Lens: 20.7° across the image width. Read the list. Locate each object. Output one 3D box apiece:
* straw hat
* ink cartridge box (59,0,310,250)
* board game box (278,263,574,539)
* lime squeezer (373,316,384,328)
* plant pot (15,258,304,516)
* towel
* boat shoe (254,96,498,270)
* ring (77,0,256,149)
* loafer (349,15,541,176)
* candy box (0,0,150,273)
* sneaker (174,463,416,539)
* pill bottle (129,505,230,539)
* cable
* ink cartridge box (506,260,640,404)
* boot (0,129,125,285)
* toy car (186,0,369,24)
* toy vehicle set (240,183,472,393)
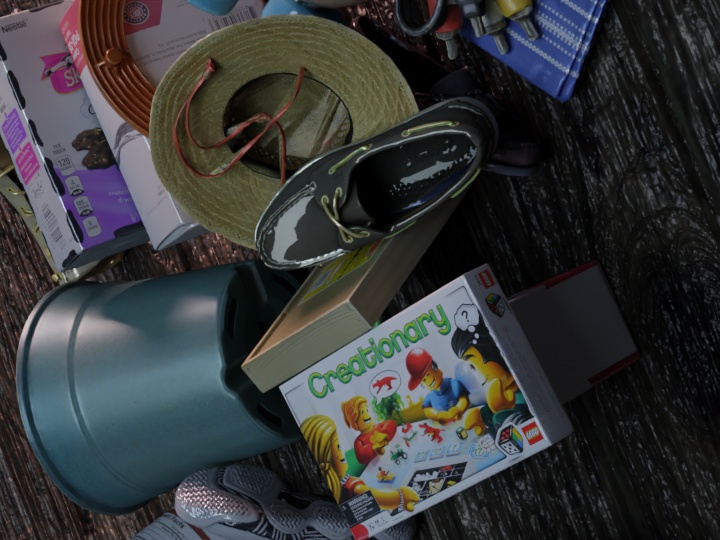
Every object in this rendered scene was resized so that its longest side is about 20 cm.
[{"bbox_3d":[-0.053,-0.114,1.461,0.199,0.085,0.203,1,115,1],"label":"straw hat"},{"bbox_3d":[-0.129,-0.135,1.553,0.083,0.146,0.202,-32,80,62],"label":"ink cartridge box"},{"bbox_3d":[0.042,0.095,1.362,0.199,0.034,0.127,-33,82,40],"label":"board game box"},{"bbox_3d":[0.012,0.111,1.582,0.070,0.038,0.202,18,114,35],"label":"lime squeezer"},{"bbox_3d":[-0.142,0.084,1.615,0.195,0.200,0.202,-16,92,32],"label":"plant pot"},{"bbox_3d":[0.132,-0.238,1.405,0.144,0.024,0.201,37,121,29],"label":"towel"},{"bbox_3d":[0.005,-0.056,1.400,0.201,0.060,0.072,-29,101,16],"label":"boat shoe"},{"bbox_3d":[-0.117,-0.186,1.513,0.202,0.199,0.019,66,156,5],"label":"ring"},{"bbox_3d":[0.054,-0.130,1.465,0.199,0.072,0.064,28,114,34],"label":"loafer"},{"bbox_3d":[-0.202,-0.123,1.605,0.202,0.167,0.071,65,152,5],"label":"candy box"},{"bbox_3d":[-0.061,0.227,1.582,0.075,0.198,0.116,-113,37,-57],"label":"sneaker"},{"bbox_3d":[-0.153,0.265,1.643,0.112,0.199,0.113,43,154,26],"label":"pill bottle"},{"bbox_3d":[0.060,-0.247,1.404,0.096,0.050,0.202,-10,97,24],"label":"cable"},{"bbox_3d":[0.080,0.079,1.445,0.199,0.145,0.084,-27,88,40],"label":"ink cartridge box"},{"bbox_3d":[-0.274,-0.064,1.679,0.072,0.200,0.156,-29,83,9],"label":"boot"},{"bbox_3d":[-0.059,-0.300,1.486,0.185,0.176,0.201,-53,38,21],"label":"toy car"},{"bbox_3d":[0.000,0.000,1.460,0.027,0.200,0.124,48,132,-11],"label":"toy vehicle set"}]
